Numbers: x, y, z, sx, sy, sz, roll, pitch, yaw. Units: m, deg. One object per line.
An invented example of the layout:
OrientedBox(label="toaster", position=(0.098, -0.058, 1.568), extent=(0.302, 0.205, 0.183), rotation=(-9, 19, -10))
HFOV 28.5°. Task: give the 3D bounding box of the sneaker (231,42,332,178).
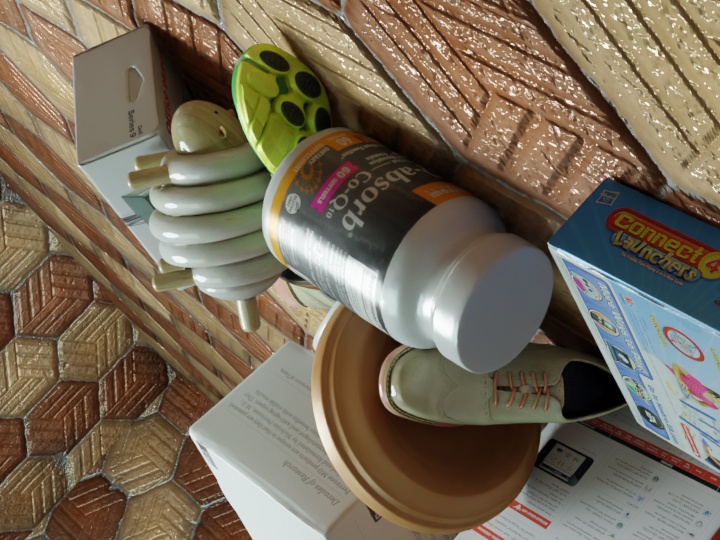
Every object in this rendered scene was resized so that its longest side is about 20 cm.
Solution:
OrientedBox(label="sneaker", position=(-0.054, -0.096, 1.088), extent=(0.083, 0.074, 0.200), rotation=(28, 161, 38))

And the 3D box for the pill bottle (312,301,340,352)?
OrientedBox(label="pill bottle", position=(0.065, 0.091, 1.251), extent=(0.200, 0.111, 0.111), rotation=(41, 167, 11))

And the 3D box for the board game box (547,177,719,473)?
OrientedBox(label="board game box", position=(0.220, 0.061, 0.797), extent=(0.196, 0.056, 0.200), rotation=(31, 163, 42))

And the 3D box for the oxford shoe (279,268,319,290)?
OrientedBox(label="oxford shoe", position=(0.000, 0.000, 1.187), extent=(0.200, 0.072, 0.071), rotation=(5, 149, 48))

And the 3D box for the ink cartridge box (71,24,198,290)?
OrientedBox(label="ink cartridge box", position=(-0.182, -0.102, 1.304), extent=(0.200, 0.084, 0.146), rotation=(58, -165, -49))

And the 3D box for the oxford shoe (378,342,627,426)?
OrientedBox(label="oxford shoe", position=(0.108, 0.078, 1.020), extent=(0.199, 0.071, 0.074), rotation=(-1, -179, -30))

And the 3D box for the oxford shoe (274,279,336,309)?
OrientedBox(label="oxford shoe", position=(-0.060, -0.040, 1.296), extent=(0.074, 0.071, 0.200), rotation=(11, 147, 37))

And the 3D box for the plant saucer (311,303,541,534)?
OrientedBox(label="plant saucer", position=(0.058, 0.094, 1.059), extent=(0.200, 0.200, 0.037), rotation=(45, 145, -8))

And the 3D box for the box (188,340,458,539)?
OrientedBox(label="box", position=(-0.019, 0.202, 1.256), extent=(0.200, 0.131, 0.199), rotation=(29, 153, 42))

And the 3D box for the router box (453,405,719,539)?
OrientedBox(label="router box", position=(0.185, 0.189, 1.046), extent=(0.049, 0.180, 0.200), rotation=(49, 167, -32))

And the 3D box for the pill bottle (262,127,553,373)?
OrientedBox(label="pill bottle", position=(0.032, -0.015, 0.997), extent=(0.200, 0.116, 0.116), rotation=(32, 163, 38))

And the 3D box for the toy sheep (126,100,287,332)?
OrientedBox(label="toy sheep", position=(-0.115, -0.044, 1.175), extent=(0.138, 0.137, 0.201), rotation=(23, 130, 56))
